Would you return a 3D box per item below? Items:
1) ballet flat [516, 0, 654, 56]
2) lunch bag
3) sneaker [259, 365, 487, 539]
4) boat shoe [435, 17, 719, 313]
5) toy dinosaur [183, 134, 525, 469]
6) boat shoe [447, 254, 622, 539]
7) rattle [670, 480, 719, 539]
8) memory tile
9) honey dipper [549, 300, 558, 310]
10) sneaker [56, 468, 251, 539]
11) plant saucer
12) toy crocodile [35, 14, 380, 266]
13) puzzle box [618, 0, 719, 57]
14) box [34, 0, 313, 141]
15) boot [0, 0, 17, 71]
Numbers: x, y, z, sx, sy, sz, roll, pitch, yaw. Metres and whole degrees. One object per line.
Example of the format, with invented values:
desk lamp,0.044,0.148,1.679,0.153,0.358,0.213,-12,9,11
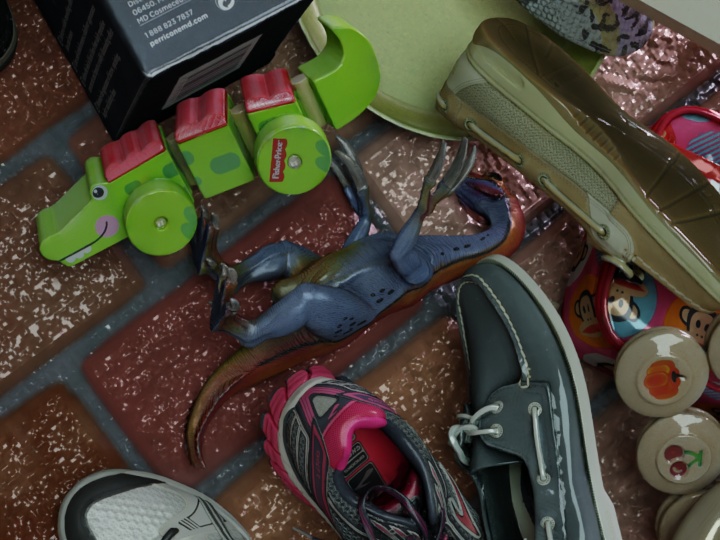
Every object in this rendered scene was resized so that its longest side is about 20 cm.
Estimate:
ballet flat,0.091,-0.196,0.910,0.200,0.072,0.072,44,75,-5
lunch bag,0.225,-0.001,0.947,0.198,0.082,0.178,24,73,-11
sneaker,0.025,0.139,0.863,0.081,0.074,0.200,-46,114,-15
boat shoe,0.122,-0.046,0.874,0.201,0.063,0.073,45,34,13
toy dinosaur,0.000,0.000,0.909,0.180,0.105,0.202,4,116,-24
boat shoe,0.080,0.089,0.858,0.061,0.073,0.202,-10,76,-26
rattle,0.206,0.194,0.886,0.200,0.143,0.130,-44,63,10
memory tile,0.226,0.105,0.898,0.152,0.017,0.202,-16,113,5
honey dipper,0.099,0.118,0.916,0.038,0.038,0.202,-2,82,-14
sneaker,-0.065,0.169,0.844,0.199,0.088,0.076,38,77,-5
plant saucer,0.051,-0.170,0.947,0.198,0.031,0.202,2,83,-14
toy crocodile,-0.079,-0.063,0.857,0.198,0.068,0.062,-25,121,5
puzzle box,0.234,-0.160,0.865,0.199,0.025,0.134,32,88,13
box,-0.121,-0.188,0.845,0.106,0.148,0.201,-30,91,-16
boot,-0.237,-0.193,0.813,0.073,0.154,0.204,-40,93,-16
